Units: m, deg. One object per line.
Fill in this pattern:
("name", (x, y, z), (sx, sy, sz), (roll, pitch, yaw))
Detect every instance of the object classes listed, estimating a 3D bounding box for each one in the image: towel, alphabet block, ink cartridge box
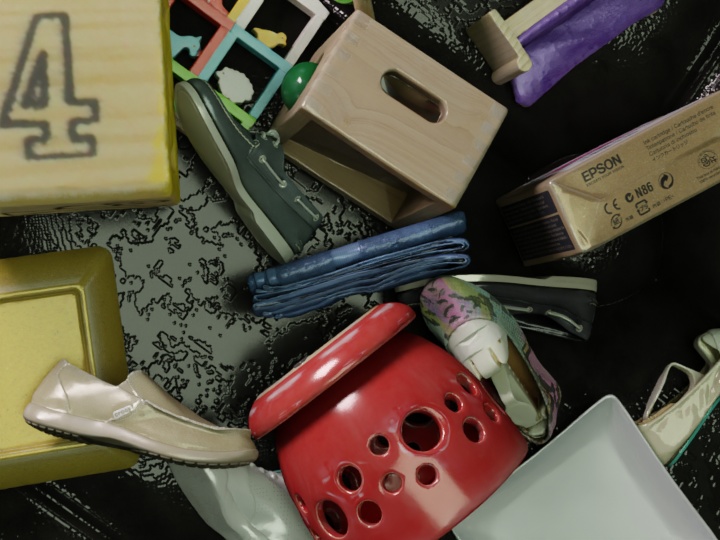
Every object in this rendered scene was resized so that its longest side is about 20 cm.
("towel", (0.000, 0.000, 1.300), (0.199, 0.112, 0.049), (-17, 89, -1))
("alphabet block", (-0.253, -0.146, 1.205), (0.198, 0.195, 0.198), (-4, 92, -6))
("ink cartridge box", (0.242, -0.083, 1.345), (0.199, 0.165, 0.075), (-28, 93, -13))

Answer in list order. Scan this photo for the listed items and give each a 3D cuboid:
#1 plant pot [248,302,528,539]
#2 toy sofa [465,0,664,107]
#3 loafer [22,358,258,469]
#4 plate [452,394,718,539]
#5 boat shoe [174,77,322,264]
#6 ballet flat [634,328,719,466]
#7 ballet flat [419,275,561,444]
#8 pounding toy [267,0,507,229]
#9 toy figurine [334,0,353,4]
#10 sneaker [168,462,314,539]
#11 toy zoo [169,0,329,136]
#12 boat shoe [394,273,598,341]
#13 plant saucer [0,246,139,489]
("plant pot", (0.016, 0.142, 1.278), (0.200, 0.200, 0.183), (-37, 87, -11))
("toy sofa", (0.207, -0.246, 1.383), (0.200, 0.083, 0.098), (-36, 96, -11))
("loafer", (-0.179, 0.120, 1.231), (0.199, 0.076, 0.069), (13, 79, -3))
("plate", (0.213, 0.251, 1.392), (0.199, 0.032, 0.200), (-37, 97, -6))
("boat shoe", (-0.096, -0.096, 1.290), (0.062, 0.073, 0.201), (-39, 124, -14))
("ballet flat", (0.333, 0.099, 1.418), (0.069, 0.069, 0.200), (45, 80, -9))
("ballet flat", (0.124, 0.086, 1.329), (0.069, 0.071, 0.200), (-29, 124, 18))
("pounding toy", (0.014, -0.156, 1.281), (0.199, 0.184, 0.143), (32, 76, -10))
("toy figurine", (0.053, -0.346, 1.346), (0.183, 0.150, 0.201), (-10, 66, -26))
("sneaker", (-0.094, 0.199, 1.319), (0.088, 0.075, 0.200), (-40, 99, -28))
("toy zoo", (-0.119, -0.217, 1.337), (0.131, 0.020, 0.201), (34, 82, -10))
("boat shoe", (0.128, 0.036, 1.365), (0.199, 0.073, 0.063), (1, 86, -17))
("plant saucer", (-0.300, 0.089, 1.275), (0.199, 0.048, 0.201), (-8, 91, -13))
